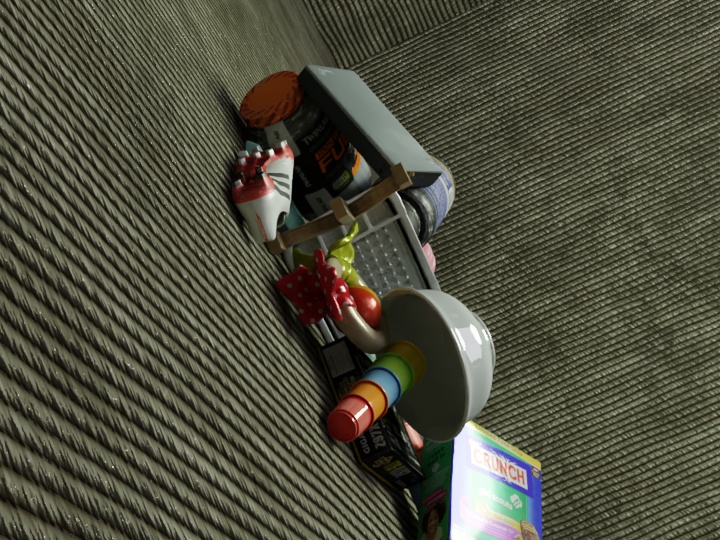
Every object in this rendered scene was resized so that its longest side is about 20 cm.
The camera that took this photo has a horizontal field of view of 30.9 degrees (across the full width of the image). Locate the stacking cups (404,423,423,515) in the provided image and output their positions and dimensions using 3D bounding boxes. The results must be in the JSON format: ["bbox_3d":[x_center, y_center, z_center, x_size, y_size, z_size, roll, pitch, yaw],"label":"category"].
[{"bbox_3d":[0.095,0.309,1.801,0.201,0.060,0.061,66,6,16],"label":"stacking cups"}]

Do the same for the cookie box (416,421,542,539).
[{"bbox_3d":[0.161,0.318,1.741,0.171,0.075,0.201,32,41,-25],"label":"cookie box"}]

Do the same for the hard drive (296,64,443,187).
[{"bbox_3d":[0.013,-0.195,1.763,0.200,0.033,0.139,49,23,16],"label":"hard drive"}]

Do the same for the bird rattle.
[{"bbox_3d":[-0.015,0.029,1.585,0.163,0.112,0.200,50,7,-16],"label":"bird rattle"}]

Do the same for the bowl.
[{"bbox_3d":[0.107,0.107,1.650,0.201,0.090,0.203,33,-48,47],"label":"bowl"}]

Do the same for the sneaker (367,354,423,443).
[{"bbox_3d":[0.070,0.160,1.907,0.202,0.117,0.074,67,8,16],"label":"sneaker"}]

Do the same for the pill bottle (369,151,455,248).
[{"bbox_3d":[0.061,-0.087,1.836,0.113,0.111,0.200,64,25,-14],"label":"pill bottle"}]

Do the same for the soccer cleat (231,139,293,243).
[{"bbox_3d":[-0.113,-0.096,1.559,0.200,0.068,0.086,-83,159,-69],"label":"soccer cleat"}]

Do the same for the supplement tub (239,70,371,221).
[{"bbox_3d":[-0.078,-0.173,1.824,0.200,0.122,0.123,54,12,-37],"label":"supplement tub"}]

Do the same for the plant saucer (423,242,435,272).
[{"bbox_3d":[0.017,-0.042,1.907,0.201,0.199,0.051,-103,-153,-60],"label":"plant saucer"}]

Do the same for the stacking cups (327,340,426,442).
[{"bbox_3d":[0.017,0.140,1.531,0.061,0.060,0.200,65,27,-4],"label":"stacking cups"}]

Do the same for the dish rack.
[{"bbox_3d":[0.000,0.000,1.720,0.201,0.171,0.044,64,-9,-22],"label":"dish rack"}]

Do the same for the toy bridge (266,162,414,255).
[{"bbox_3d":[-0.022,-0.074,1.610,0.027,0.199,0.067,63,5,9],"label":"toy bridge"}]

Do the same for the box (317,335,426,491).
[{"bbox_3d":[0.017,0.187,1.673,0.161,0.049,0.200,66,6,23],"label":"box"}]

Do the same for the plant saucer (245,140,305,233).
[{"bbox_3d":[-0.105,-0.082,1.709,0.200,0.019,0.070,59,24,-46],"label":"plant saucer"}]
